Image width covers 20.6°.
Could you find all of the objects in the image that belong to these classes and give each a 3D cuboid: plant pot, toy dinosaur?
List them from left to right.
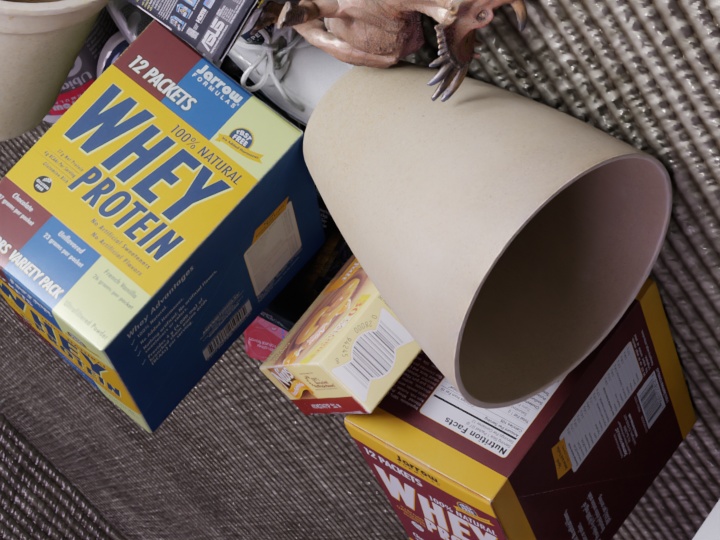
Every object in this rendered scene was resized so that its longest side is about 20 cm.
[{"bbox_3d":[-0.258,-0.193,1.374,0.200,0.200,0.184,36,140,8],"label":"plant pot"},{"bbox_3d":[0.015,-0.156,1.223,0.135,0.086,0.200,23,176,-13],"label":"toy dinosaur"},{"bbox_3d":[0.062,-0.046,1.263,0.200,0.187,0.187,41,165,32],"label":"plant pot"}]

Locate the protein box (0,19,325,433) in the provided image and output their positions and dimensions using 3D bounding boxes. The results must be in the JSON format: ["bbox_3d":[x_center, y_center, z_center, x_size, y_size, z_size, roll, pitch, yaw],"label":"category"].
[{"bbox_3d":[-0.142,-0.025,1.372,0.135,0.199,0.200,38,167,16],"label":"protein box"}]

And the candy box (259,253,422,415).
[{"bbox_3d":[0.027,0.010,1.386,0.055,0.200,0.115,45,161,-15],"label":"candy box"}]

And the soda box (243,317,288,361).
[{"bbox_3d":[0.002,0.050,1.565,0.200,0.063,0.070,14,121,31],"label":"soda box"}]

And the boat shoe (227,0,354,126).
[{"bbox_3d":[-0.061,-0.161,1.332,0.202,0.075,0.086,45,-169,2],"label":"boat shoe"}]

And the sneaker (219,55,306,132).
[{"bbox_3d":[-0.039,-0.098,1.458,0.075,0.079,0.200,14,151,52],"label":"sneaker"}]

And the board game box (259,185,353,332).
[{"bbox_3d":[0.000,0.000,1.520,0.200,0.135,0.028,26,161,35],"label":"board game box"}]

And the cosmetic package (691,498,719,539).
[{"bbox_3d":[0.325,0.250,1.379,0.199,0.200,0.123,25,157,37],"label":"cosmetic package"}]

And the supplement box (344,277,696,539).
[{"bbox_3d":[0.121,0.109,1.439,0.133,0.200,0.197,27,158,33],"label":"supplement box"}]

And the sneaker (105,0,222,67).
[{"bbox_3d":[-0.137,-0.165,1.487,0.082,0.075,0.200,11,147,52],"label":"sneaker"}]

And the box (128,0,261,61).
[{"bbox_3d":[-0.109,-0.230,1.180,0.161,0.049,0.200,32,147,-5],"label":"box"}]

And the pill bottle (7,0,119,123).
[{"bbox_3d":[-0.241,-0.188,1.581,0.111,0.111,0.200,26,158,35],"label":"pill bottle"}]

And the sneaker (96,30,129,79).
[{"bbox_3d":[-0.158,-0.098,1.568,0.085,0.075,0.200,-120,18,-45],"label":"sneaker"}]
